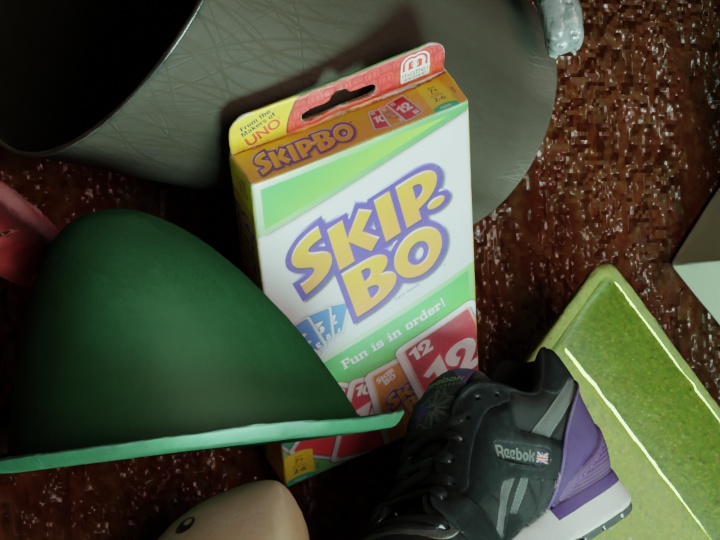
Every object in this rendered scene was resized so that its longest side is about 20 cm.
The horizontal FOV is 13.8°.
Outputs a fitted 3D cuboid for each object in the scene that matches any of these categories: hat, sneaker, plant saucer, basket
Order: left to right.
[{"bbox_3d":[-0.087,-0.016,1.140,0.200,0.165,0.177,-3,85,-43],"label":"hat"},{"bbox_3d":[-0.026,-0.097,1.208,0.200,0.136,0.181,21,108,-40],"label":"basket"},{"bbox_3d":[0.032,0.090,1.210,0.200,0.076,0.088,-27,99,-55],"label":"sneaker"},{"bbox_3d":[0.099,0.135,1.342,0.200,0.048,0.200,52,59,-23],"label":"plant saucer"}]

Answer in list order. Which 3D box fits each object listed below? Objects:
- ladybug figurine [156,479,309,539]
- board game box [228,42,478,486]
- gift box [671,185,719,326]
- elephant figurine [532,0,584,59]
[{"bbox_3d":[-0.055,0.184,1.182,0.072,0.136,0.201,-1,79,-1],"label":"ladybug figurine"},{"bbox_3d":[0.000,0.000,1.203,0.095,0.030,0.200,-22,137,-16],"label":"board game box"},{"bbox_3d":[0.276,-0.015,1.400,0.200,0.187,0.185,44,62,-28],"label":"gift box"},{"bbox_3d":[0.130,-0.186,1.286,0.142,0.155,0.200,53,18,16],"label":"elephant figurine"}]
